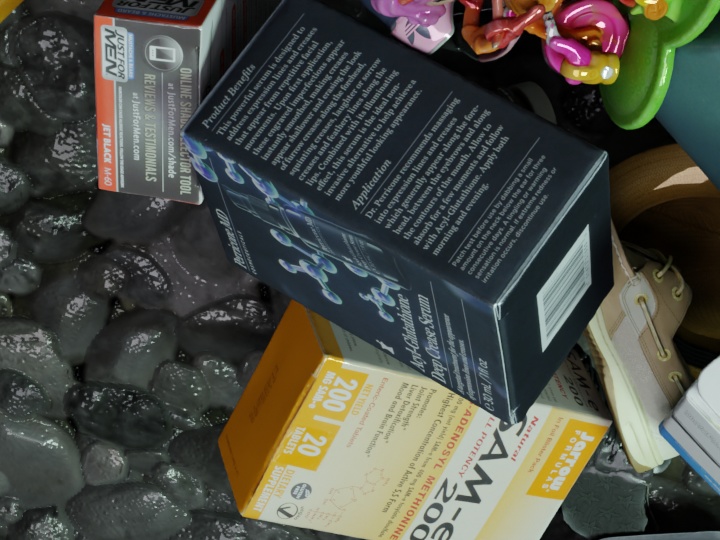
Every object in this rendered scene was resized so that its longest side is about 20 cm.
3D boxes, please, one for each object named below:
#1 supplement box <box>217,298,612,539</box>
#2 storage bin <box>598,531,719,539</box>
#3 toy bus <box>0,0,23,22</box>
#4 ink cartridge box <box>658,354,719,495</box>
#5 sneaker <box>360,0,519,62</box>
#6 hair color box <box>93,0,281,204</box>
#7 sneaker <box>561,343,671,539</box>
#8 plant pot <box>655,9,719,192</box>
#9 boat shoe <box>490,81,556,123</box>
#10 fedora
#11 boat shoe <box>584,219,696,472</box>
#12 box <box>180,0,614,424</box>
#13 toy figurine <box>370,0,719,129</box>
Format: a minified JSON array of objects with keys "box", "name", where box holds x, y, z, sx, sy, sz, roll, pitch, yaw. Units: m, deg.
[{"box":[0.032,0.097,1.345,0.200,0.074,0.126,13,121,-26],"name":"supplement box"},{"box":[0.225,0.290,1.492,0.145,0.134,0.200,-5,135,15],"name":"storage bin"},{"box":[-0.201,-0.214,1.317,0.078,0.065,0.200,43,121,-16],"name":"toy bus"},{"box":[0.241,0.056,1.184,0.145,0.200,0.084,-43,81,-3],"name":"ink cartridge box"},{"box":[0.069,-0.147,1.227,0.070,0.200,0.082,-43,69,34],"name":"sneaker"},{"box":[-0.092,-0.137,1.263,0.064,0.200,0.111,8,124,8],"name":"hair color box"},{"box":[0.156,0.104,1.457,0.104,0.060,0.200,9,128,5],"name":"sneaker"},{"box":[0.244,-0.111,1.145,0.141,0.200,0.141,-43,101,-4],"name":"plant pot"},{"box":[0.077,-0.019,1.372,0.059,0.072,0.200,-10,123,-23],"name":"boat shoe"},{"box":[0.221,-0.009,1.351,0.200,0.082,0.201,5,123,8],"name":"fedora"},{"box":[0.160,0.020,1.297,0.066,0.074,0.200,-18,117,5],"name":"boat shoe"},{"box":[0.024,-0.033,1.188,0.200,0.107,0.148,30,160,21],"name":"box"},{"box":[0.072,-0.168,1.105,0.184,0.150,0.200,2,122,-18],"name":"toy figurine"}]
